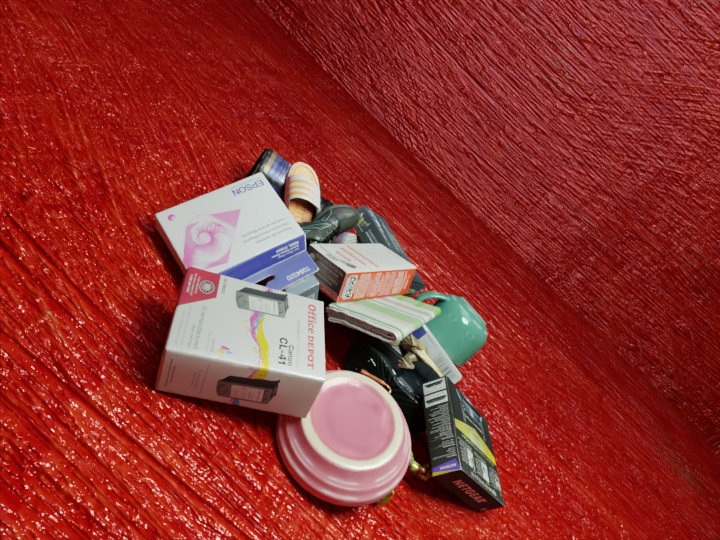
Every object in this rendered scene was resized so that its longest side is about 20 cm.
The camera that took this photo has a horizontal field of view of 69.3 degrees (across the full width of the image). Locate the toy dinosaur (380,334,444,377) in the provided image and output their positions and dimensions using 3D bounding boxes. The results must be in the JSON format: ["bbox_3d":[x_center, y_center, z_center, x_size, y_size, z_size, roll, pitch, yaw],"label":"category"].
[{"bbox_3d":[0.098,0.142,0.933,0.200,0.059,0.101,43,16,24],"label":"toy dinosaur"}]

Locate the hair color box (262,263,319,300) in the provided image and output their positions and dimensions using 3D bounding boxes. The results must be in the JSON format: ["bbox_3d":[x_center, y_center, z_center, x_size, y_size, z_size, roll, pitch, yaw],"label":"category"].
[{"bbox_3d":[-0.149,-0.016,0.923,0.060,0.100,0.201,-27,66,-23],"label":"hair color box"}]

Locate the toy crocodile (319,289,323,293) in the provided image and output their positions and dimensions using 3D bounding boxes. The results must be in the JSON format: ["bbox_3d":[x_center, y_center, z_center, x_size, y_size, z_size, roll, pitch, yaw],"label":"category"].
[{"bbox_3d":[-0.093,-0.005,1.072,0.068,0.061,0.201,53,15,-24],"label":"toy crocodile"}]

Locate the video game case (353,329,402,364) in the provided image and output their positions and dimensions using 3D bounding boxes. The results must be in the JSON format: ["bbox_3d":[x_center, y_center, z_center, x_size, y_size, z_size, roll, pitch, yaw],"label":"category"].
[{"bbox_3d":[0.009,0.077,1.069,0.200,0.025,0.183,44,21,-39],"label":"video game case"}]

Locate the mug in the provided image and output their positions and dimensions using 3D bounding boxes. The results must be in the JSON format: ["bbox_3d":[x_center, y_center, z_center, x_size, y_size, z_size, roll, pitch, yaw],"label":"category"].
[{"bbox_3d":[0.222,0.127,1.236,0.185,0.114,0.153,38,13,-48],"label":"mug"}]

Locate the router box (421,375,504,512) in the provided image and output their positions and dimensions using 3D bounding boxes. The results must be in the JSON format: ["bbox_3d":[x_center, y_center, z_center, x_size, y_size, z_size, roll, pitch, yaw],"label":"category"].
[{"bbox_3d":[0.175,0.298,0.887,0.200,0.051,0.159,49,28,-40],"label":"router box"}]

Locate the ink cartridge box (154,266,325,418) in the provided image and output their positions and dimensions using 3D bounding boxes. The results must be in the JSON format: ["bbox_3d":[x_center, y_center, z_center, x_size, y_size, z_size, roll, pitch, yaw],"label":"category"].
[{"bbox_3d":[-0.150,0.093,0.686,0.196,0.086,0.149,14,38,-17],"label":"ink cartridge box"}]

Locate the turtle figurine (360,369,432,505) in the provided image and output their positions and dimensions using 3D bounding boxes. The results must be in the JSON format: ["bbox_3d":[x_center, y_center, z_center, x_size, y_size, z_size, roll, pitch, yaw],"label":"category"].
[{"bbox_3d":[0.033,0.265,0.804,0.201,0.064,0.161,54,31,-1],"label":"turtle figurine"}]

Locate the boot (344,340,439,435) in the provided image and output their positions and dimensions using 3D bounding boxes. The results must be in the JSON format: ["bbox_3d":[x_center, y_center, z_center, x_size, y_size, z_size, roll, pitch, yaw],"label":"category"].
[{"bbox_3d":[0.071,0.196,0.972,0.200,0.077,0.168,43,19,9],"label":"boot"}]

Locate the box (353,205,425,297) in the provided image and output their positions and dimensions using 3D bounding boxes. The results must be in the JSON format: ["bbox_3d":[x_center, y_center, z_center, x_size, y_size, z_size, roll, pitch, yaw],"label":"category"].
[{"bbox_3d":[0.062,-0.039,1.167,0.202,0.051,0.157,60,13,15],"label":"box"}]

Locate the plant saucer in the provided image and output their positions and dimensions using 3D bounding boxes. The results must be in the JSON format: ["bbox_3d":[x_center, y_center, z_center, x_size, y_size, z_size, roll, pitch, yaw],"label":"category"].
[{"bbox_3d":[-0.017,0.218,0.727,0.196,0.051,0.203,13,40,-11],"label":"plant saucer"}]

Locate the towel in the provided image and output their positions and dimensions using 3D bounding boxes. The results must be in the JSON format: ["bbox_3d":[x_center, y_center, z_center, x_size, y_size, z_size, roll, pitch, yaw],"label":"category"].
[{"bbox_3d":[0.046,0.078,0.933,0.147,0.031,0.199,20,16,26],"label":"towel"}]

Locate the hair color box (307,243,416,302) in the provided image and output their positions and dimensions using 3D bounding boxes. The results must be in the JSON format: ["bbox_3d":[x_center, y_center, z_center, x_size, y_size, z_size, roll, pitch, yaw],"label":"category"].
[{"bbox_3d":[0.000,0.000,0.978,0.198,0.065,0.110,-2,29,-47],"label":"hair color box"}]

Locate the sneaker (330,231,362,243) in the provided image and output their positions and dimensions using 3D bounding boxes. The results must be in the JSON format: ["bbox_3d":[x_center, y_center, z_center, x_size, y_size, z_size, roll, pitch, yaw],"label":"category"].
[{"bbox_3d":[-0.018,-0.022,1.204,0.113,0.073,0.202,13,-33,43],"label":"sneaker"}]

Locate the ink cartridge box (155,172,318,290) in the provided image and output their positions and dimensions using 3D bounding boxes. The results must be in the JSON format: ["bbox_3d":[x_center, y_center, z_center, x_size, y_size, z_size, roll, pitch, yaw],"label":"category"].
[{"bbox_3d":[-0.194,-0.046,0.835,0.194,0.044,0.201,-28,67,-27],"label":"ink cartridge box"}]

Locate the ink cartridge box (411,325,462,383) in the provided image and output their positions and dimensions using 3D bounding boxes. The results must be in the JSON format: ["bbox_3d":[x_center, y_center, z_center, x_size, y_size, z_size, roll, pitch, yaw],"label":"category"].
[{"bbox_3d":[0.130,0.144,1.128,0.198,0.043,0.200,54,-3,0],"label":"ink cartridge box"}]

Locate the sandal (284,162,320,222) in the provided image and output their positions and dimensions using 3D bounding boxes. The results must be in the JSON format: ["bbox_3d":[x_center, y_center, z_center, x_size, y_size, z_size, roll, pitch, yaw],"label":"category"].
[{"bbox_3d":[-0.119,-0.128,1.086,0.078,0.059,0.211,12,76,-26],"label":"sandal"}]

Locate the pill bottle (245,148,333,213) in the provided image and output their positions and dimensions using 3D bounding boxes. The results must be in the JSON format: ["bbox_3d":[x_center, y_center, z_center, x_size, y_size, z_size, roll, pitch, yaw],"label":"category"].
[{"bbox_3d":[-0.158,-0.170,1.169,0.199,0.112,0.113,35,24,-20],"label":"pill bottle"}]

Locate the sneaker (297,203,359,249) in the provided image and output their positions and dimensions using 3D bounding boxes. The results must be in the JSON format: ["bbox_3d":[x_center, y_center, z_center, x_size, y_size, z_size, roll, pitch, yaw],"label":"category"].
[{"bbox_3d":[-0.081,-0.070,1.041,0.197,0.076,0.079,-22,48,-23],"label":"sneaker"}]
